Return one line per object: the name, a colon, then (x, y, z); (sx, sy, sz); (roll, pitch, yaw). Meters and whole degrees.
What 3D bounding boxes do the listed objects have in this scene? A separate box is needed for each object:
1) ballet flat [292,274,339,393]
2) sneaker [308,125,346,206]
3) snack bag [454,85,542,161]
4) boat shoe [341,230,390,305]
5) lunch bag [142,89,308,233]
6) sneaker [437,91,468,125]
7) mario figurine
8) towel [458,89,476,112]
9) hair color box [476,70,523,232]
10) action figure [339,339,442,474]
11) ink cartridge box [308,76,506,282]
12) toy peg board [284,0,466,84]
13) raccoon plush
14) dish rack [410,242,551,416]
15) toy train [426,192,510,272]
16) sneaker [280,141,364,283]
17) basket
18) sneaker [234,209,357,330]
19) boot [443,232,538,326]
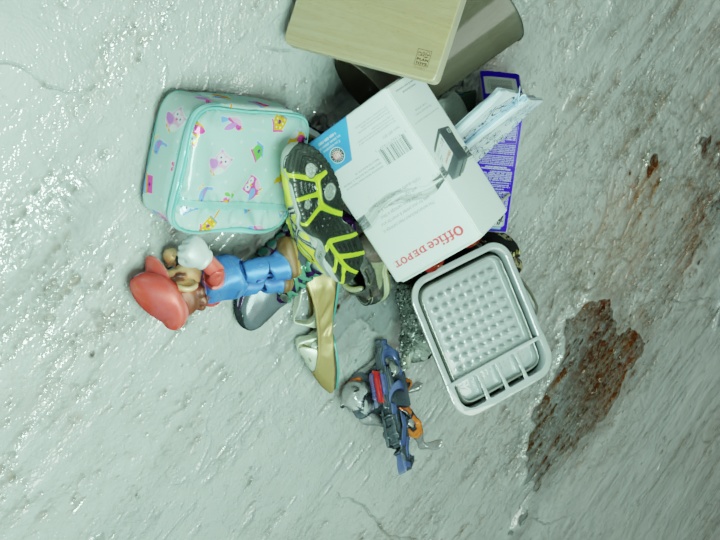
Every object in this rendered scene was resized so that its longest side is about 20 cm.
ballet flat: (-0.063, 0.076, 1.581); (0.062, 0.069, 0.203); (-6, 115, -16)
sneaker: (-0.018, -0.147, 1.493); (0.199, 0.070, 0.109); (33, 43, -25)
snack bag: (0.143, -0.167, 1.507); (0.188, 0.021, 0.200); (-41, 169, 18)
boat shoe: (0.001, 0.001, 1.559); (0.066, 0.072, 0.201); (-31, 164, -16)
lunch bag: (-0.150, -0.119, 1.348); (0.199, 0.077, 0.162); (-1, 111, -49)
sneaker: (0.097, -0.193, 1.562); (0.079, 0.079, 0.200); (71, 19, 2)
mario figurine: (-0.175, -0.006, 1.368); (0.198, 0.106, 0.125); (-12, 124, -26)
towel: (0.105, -0.150, 1.670); (0.146, 0.022, 0.202); (-21, 126, -41)
hair color box: (0.190, -0.169, 1.671); (0.110, 0.064, 0.202); (-85, 180, -59)
action figure: (0.039, 0.217, 1.716); (0.193, 0.104, 0.202); (30, 46, -45)
ink cartridge box: (0.055, -0.109, 1.380); (0.201, 0.144, 0.084); (57, 41, -5)
toy peg board: (0.043, -0.327, 1.365); (0.098, 0.198, 0.202); (15, 94, -67)
raccoon plush: (0.060, 0.046, 1.676); (0.134, 0.200, 0.097); (-41, -175, 33)
dish rack: (0.159, 0.079, 1.601); (0.170, 0.043, 0.202); (-25, 96, -23)
toy train: (0.138, -0.092, 1.554); (0.199, 0.085, 0.116); (-32, 159, -25)
sneaker: (-0.062, -0.065, 1.377); (0.075, 0.076, 0.201); (-48, 137, -30)
basket: (0.075, -0.288, 1.465); (0.200, 0.180, 0.136); (-46, 178, -10)
sneaker: (-0.080, -0.004, 1.482); (0.201, 0.087, 0.074); (-57, 141, -9)
boot: (0.202, 0.000, 1.722); (0.074, 0.199, 0.150); (-58, 157, 20)
